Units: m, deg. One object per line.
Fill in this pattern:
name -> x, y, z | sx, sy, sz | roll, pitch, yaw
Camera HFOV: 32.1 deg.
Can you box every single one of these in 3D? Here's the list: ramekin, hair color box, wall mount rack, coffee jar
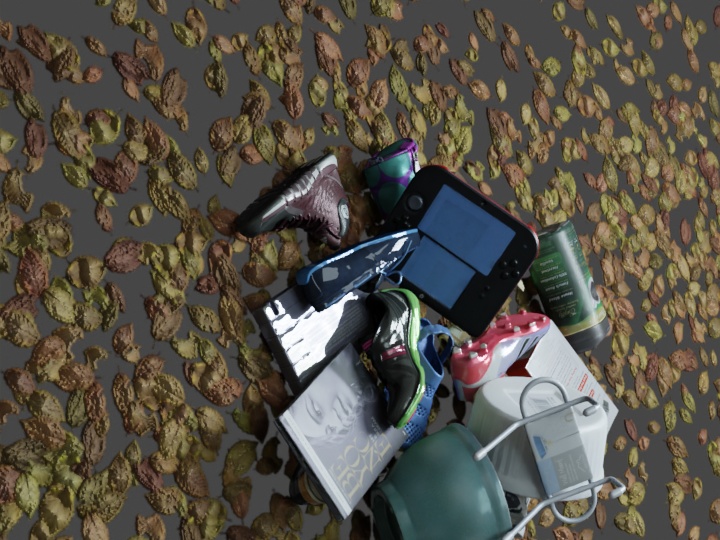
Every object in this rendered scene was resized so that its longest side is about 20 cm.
ramekin -> 0.236, 0.219, 1.677 | 0.199, 0.199, 0.099 | -8, 113, -44
hair color box -> 0.305, 0.188, 1.922 | 0.200, 0.064, 0.111 | 51, 49, -18
wall mount rack -> 0.228, 0.243, 1.545 | 0.172, 0.075, 0.202 | -20, 102, -5
coffee jar -> 0.324, 0.029, 1.964 | 0.202, 0.085, 0.104 | 69, 22, -3

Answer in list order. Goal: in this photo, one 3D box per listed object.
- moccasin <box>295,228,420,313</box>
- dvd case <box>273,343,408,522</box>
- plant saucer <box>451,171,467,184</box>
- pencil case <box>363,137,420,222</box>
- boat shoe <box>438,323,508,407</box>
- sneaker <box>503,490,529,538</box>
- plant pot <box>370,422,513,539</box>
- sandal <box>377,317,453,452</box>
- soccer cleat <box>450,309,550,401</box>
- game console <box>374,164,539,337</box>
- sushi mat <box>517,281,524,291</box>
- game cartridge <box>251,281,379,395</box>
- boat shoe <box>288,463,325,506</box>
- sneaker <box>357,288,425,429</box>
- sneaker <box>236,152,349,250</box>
moccasin -> 0.000, 0.000, 1.653 | 0.199, 0.080, 0.069 | -23, 97, -30
dvd case -> -0.019, 0.198, 1.567 | 0.150, 0.016, 0.200 | 58, 35, -8
plant saucer -> 0.161, -0.059, 1.816 | 0.201, 0.029, 0.201 | 60, 16, -30
pencil case -> 0.078, -0.082, 1.771 | 0.085, 0.092, 0.202 | -34, 102, -43
boat shoe -> 0.171, 0.171, 1.800 | 0.076, 0.071, 0.201 | -30, 87, -45
sneaker -> 0.203, 0.287, 1.731 | 0.199, 0.079, 0.131 | 58, 38, -61
plant pot -> 0.093, 0.314, 1.615 | 0.133, 0.200, 0.203 | -16, 88, -18
sandal -> 0.077, 0.148, 1.705 | 0.079, 0.087, 0.202 | 26, 62, -37
soccer cleat -> 0.198, 0.116, 1.771 | 0.199, 0.066, 0.077 | -26, 121, -42
game console -> 0.127, -0.029, 1.709 | 0.199, 0.178, 0.031 | 35, 17, 4
sushi mat -> 0.205, -0.041, 1.857 | 0.200, 0.012, 0.097 | 42, 32, -61
game cartridge -> -0.046, 0.066, 1.652 | 0.199, 0.038, 0.131 | -34, 105, -44
boat shoe -> -0.030, 0.236, 1.597 | 0.075, 0.062, 0.200 | 56, 36, -7
sneaker -> 0.036, 0.116, 1.644 | 0.083, 0.077, 0.202 | 8, 56, -18
sneaker -> -0.071, -0.065, 1.640 | 0.200, 0.075, 0.116 | -42, 109, -43
